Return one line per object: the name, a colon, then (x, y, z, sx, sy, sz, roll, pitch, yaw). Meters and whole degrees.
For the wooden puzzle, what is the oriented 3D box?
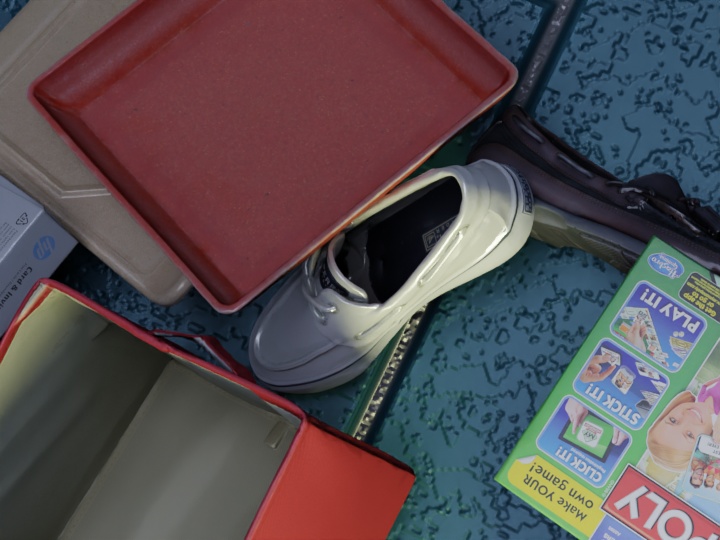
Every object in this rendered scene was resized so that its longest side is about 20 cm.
wooden puzzle: (-0.116, -0.099, 1.176, 0.200, 0.037, 0.185, 37, 77, 19)

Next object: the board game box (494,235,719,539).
board game box: (0.179, 0.095, 0.932, 0.199, 0.029, 0.135, 34, 91, 14)

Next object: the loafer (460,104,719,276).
loafer: (0.136, -0.035, 1.084, 0.199, 0.072, 0.063, 24, 84, 36)

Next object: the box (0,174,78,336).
box: (-0.271, -0.008, 1.163, 0.200, 0.041, 0.156, 32, 80, 39)

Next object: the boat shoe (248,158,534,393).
boat shoe: (0.000, 0.000, 1.105, 0.200, 0.065, 0.074, -40, 61, 29)

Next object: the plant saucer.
plant saucer: (-0.047, -0.091, 1.110, 0.200, 0.037, 0.200, -40, 59, -8)

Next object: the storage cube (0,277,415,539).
storage cube: (-0.104, 0.133, 1.069, 0.170, 0.180, 0.201, 25, 86, 23)
